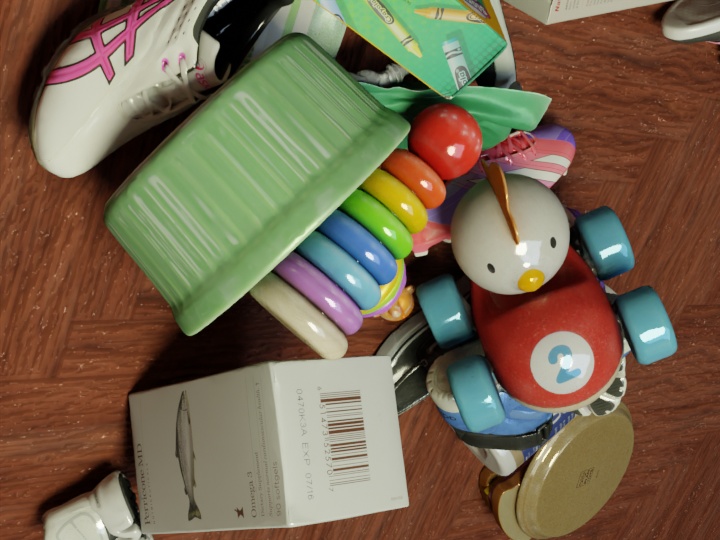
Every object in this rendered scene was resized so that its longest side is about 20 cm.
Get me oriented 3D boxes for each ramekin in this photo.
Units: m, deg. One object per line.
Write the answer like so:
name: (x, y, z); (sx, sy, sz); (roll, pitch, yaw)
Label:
ramekin: (-0.072, -0.061, 0.795); (0.200, 0.200, 0.098); (-44, 96, -6)

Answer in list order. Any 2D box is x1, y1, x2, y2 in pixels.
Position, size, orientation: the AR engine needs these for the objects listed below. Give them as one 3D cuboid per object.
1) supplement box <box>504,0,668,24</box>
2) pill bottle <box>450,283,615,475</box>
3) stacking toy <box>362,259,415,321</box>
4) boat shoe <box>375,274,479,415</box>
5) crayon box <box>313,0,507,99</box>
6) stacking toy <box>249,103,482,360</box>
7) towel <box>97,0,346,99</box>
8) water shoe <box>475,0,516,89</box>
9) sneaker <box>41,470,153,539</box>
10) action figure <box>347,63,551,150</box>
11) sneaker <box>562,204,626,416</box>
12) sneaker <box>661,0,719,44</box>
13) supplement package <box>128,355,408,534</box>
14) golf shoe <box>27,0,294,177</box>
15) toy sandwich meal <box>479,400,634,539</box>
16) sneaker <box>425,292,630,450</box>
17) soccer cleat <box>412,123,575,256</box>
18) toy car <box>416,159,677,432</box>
supplement box: (0.209, -0.282, 0.986); (0.199, 0.073, 0.127); (-16, 130, -32)
pill bottle: (0.181, 0.101, 1.222); (0.200, 0.111, 0.111); (-39, 138, -11)
stacking toy: (0.000, 0.000, 1.010); (0.116, 0.110, 0.200); (-36, 151, 9)
boat shoe: (0.082, 0.073, 1.146); (0.200, 0.071, 0.072); (-46, 139, -3)
crayon box: (-0.001, -0.209, 0.782); (0.199, 0.119, 0.058); (31, 121, -34)
stacking toy: (0.013, -0.037, 0.864); (0.200, 0.085, 0.085); (-50, 139, -6)
towel: (-0.086, -0.183, 0.842); (0.199, 0.023, 0.153); (-3, 121, -40)
water shoe: (0.067, -0.203, 0.943); (0.078, 0.072, 0.200); (-17, 138, 6)
sneaker: (-0.210, 0.252, 1.039); (0.081, 0.075, 0.201); (-21, 131, -10)
action figure: (0.029, -0.125, 0.919); (0.199, 0.055, 0.118); (2, 157, -31)
sneaker: (0.210, 0.036, 1.143); (0.083, 0.080, 0.201); (-21, 102, -59)
sneaker: (0.358, -0.220, 1.163); (0.199, 0.071, 0.100); (-24, 129, -31)
supplement package: (-0.076, 0.136, 0.942); (0.117, 0.199, 0.118); (-1, 79, -41)
golf shoe: (-0.126, -0.131, 0.759); (0.200, 0.092, 0.073); (-47, 136, 1)
toy sandwich meal: (0.226, 0.221, 1.393); (0.204, 0.070, 0.206); (-24, 130, -31)
sneaker: (0.166, 0.097, 1.098); (0.199, 0.077, 0.111); (-24, 135, 5)
soccer cleat: (0.105, -0.085, 1.055); (0.199, 0.067, 0.077); (-29, 131, -18)
toy car: (0.130, 0.000, 0.976); (0.183, 0.178, 0.200); (-23, 140, 6)
